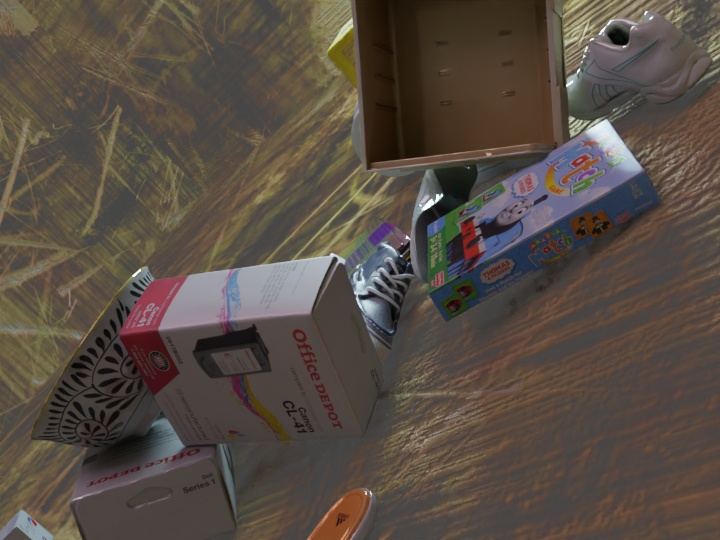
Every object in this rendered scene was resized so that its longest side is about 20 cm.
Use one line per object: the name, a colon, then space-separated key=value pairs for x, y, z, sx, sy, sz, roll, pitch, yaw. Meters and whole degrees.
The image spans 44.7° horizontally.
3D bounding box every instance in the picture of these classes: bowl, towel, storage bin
bowl: x=-0.234 y=0.106 z=0.883 sx=0.202 sy=0.093 sz=0.201 roll=-57 pitch=5 yaw=7
towel: x=0.000 y=0.000 z=1.114 sx=0.144 sy=0.023 sz=0.200 roll=-45 pitch=15 yaw=2
storage bin: x=0.101 y=-0.208 z=0.879 sx=0.195 sy=0.204 sz=0.093 roll=-3 pitch=2 yaw=26

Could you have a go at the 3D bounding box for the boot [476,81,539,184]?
boot: x=0.149 y=-0.164 z=1.005 sx=0.074 sy=0.096 sz=0.199 roll=-50 pitch=16 yaw=-22

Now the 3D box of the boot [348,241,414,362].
boot: x=0.018 y=0.023 z=0.910 sx=0.091 sy=0.073 sz=0.200 roll=-49 pitch=14 yaw=5

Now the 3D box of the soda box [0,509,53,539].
soda box: x=-0.546 y=0.454 z=1.278 sx=0.200 sy=0.068 sz=0.064 roll=-46 pitch=16 yaw=-4

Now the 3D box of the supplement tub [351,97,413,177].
supplement tub: x=0.067 y=-0.244 z=1.336 sx=0.140 sy=0.140 sz=0.201 roll=-35 pitch=18 yaw=31

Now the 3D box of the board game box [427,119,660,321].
board game box: x=0.150 y=-0.048 z=0.772 sx=0.198 sy=0.037 sz=0.152 roll=-30 pitch=19 yaw=16

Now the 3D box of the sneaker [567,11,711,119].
sneaker: x=0.250 y=-0.203 z=0.852 sx=0.071 sy=0.080 sz=0.200 roll=-50 pitch=15 yaw=-13

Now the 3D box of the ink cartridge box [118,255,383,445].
ink cartridge box: x=-0.096 y=0.078 z=0.798 sx=0.197 sy=0.149 sz=0.086 roll=-7 pitch=34 yaw=24

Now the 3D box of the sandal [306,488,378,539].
sandal: x=-0.066 y=0.231 z=0.626 sx=0.208 sy=0.059 sz=0.079 roll=-54 pitch=18 yaw=-28

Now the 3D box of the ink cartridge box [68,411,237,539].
ink cartridge box: x=-0.206 y=0.207 z=0.906 sx=0.144 sy=0.086 sz=0.200 roll=-16 pitch=15 yaw=-5

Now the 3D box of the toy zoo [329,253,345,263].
toy zoo: x=-0.064 y=0.070 z=0.962 sx=0.132 sy=0.020 sz=0.202 roll=-68 pitch=4 yaw=-53

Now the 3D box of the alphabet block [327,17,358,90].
alphabet block: x=0.071 y=-0.457 z=1.776 sx=0.196 sy=0.195 sz=0.201 roll=-39 pitch=17 yaw=24

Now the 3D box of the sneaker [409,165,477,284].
sneaker: x=0.088 y=-0.046 z=0.948 sx=0.202 sy=0.069 sz=0.081 roll=-74 pitch=5 yaw=-48
